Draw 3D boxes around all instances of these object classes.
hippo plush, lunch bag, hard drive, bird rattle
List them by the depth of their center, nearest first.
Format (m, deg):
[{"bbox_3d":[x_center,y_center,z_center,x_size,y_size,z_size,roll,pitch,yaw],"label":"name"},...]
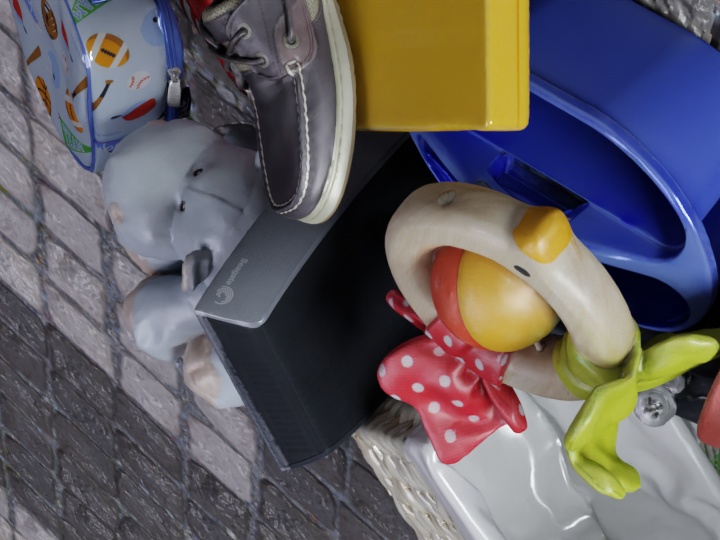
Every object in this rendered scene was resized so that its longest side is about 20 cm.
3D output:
[{"bbox_3d":[0.076,0.018,1.211,0.200,0.113,0.163,21,149,50],"label":"bird rattle"},{"bbox_3d":[0.000,0.000,1.400,0.042,0.200,0.135,8,137,39],"label":"hard drive"},{"bbox_3d":[-0.076,-0.004,1.472,0.199,0.160,0.161,29,-179,22],"label":"hippo plush"},{"bbox_3d":[-0.160,-0.165,1.505,0.160,0.075,0.201,101,146,-60],"label":"lunch bag"}]

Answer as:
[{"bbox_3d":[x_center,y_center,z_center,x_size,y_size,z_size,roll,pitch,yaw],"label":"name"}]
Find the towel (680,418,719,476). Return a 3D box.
[{"bbox_3d":[0.153,0.086,1.487,0.149,0.031,0.200,37,157,30],"label":"towel"}]

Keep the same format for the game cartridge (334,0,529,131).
[{"bbox_3d":[0.016,-0.154,1.222,0.200,0.032,0.177,6,97,57],"label":"game cartridge"}]

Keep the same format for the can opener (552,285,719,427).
[{"bbox_3d":[0.110,0.025,1.320,0.199,0.079,0.064,20,127,11],"label":"can opener"}]

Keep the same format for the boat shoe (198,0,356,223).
[{"bbox_3d":[-0.046,-0.122,1.234,0.072,0.065,0.201,-7,85,59],"label":"boat shoe"}]

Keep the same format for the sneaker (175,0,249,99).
[{"bbox_3d":[-0.060,-0.156,1.411,0.116,0.078,0.200,46,156,1],"label":"sneaker"}]

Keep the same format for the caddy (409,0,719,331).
[{"bbox_3d":[0.105,-0.053,1.241,0.200,0.105,0.142,33,152,32],"label":"caddy"}]

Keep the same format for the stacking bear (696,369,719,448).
[{"bbox_3d":[0.265,0.081,1.173,0.199,0.114,0.122,31,132,16],"label":"stacking bear"}]

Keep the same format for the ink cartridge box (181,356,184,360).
[{"bbox_3d":[-0.036,0.034,1.642,0.044,0.094,0.200,55,156,-19],"label":"ink cartridge box"}]

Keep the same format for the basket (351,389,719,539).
[{"bbox_3d":[0.103,0.122,1.419,0.200,0.135,0.123,55,161,-19],"label":"basket"}]
